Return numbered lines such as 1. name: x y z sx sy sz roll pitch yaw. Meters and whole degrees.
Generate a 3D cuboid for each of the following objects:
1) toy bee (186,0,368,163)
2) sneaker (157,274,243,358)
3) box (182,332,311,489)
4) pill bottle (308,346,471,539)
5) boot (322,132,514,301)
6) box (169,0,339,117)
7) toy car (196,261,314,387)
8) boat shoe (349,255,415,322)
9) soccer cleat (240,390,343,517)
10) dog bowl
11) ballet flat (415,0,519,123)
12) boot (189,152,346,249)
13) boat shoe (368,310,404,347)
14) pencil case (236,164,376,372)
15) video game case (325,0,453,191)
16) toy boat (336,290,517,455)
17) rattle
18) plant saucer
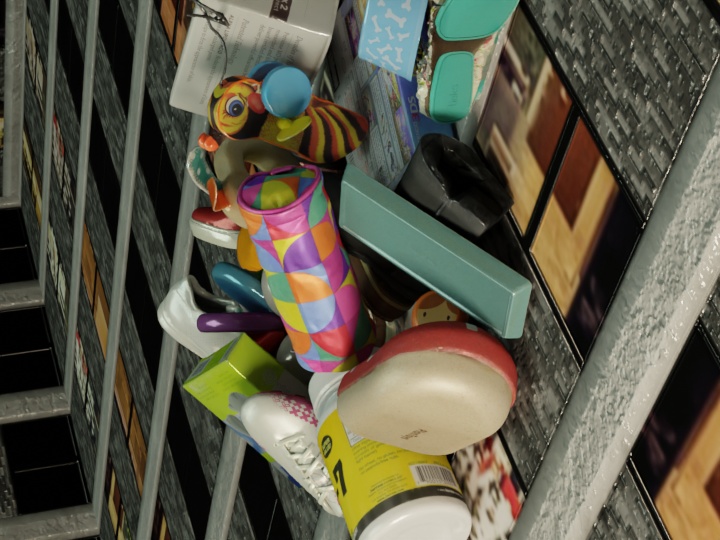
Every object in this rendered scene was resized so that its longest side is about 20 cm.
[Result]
1. toy bee: -0.098 -0.147 1.489 0.109 0.199 0.131 -57 3 0
2. sneaker: -0.150 0.082 1.939 0.089 0.199 0.075 -51 5 41
3. box: -0.084 0.159 1.722 0.200 0.048 0.122 42 148 -11
4. pill bottle: 0.023 0.179 1.538 0.115 0.113 0.201 104 152 -45
5. boot: 0.032 -0.063 1.404 0.066 0.164 0.200 -56 1 -22
6. box: -0.093 -0.272 1.589 0.200 0.129 0.201 121 162 -60
7. toy car: -0.110 0.066 1.814 0.175 0.148 0.203 172 87 -71
8. boat shoe: 0.000 0.000 1.575 0.068 0.072 0.200 -51 30 13
9. soccer cleat: -0.036 0.195 1.618 0.070 0.199 0.087 -48 17 27
10. dog bowl: 0.033 -0.225 1.342 0.200 0.049 0.113 -78 1 -74
11. ballet flat: 0.081 -0.203 1.305 0.201 0.075 0.064 112 153 -51
12. boot: -0.099 -0.096 1.742 0.198 0.072 0.146 4 103 28
13. boat shoe: -0.011 0.091 1.664 0.201 0.071 0.076 105 151 -47
14. pencil case: -0.046 0.000 1.441 0.089 0.088 0.201 -125 14 -53
15. video game case: 0.024 -0.167 1.516 0.181 0.045 0.202 133 127 -67
16. toy boat: 0.063 0.079 1.407 0.200 0.129 0.132 140 144 -67
17. rattle: -0.134 -0.056 1.584 0.142 0.200 0.131 -27 92 30
18. plant saucer: 0.057 -0.014 1.357 0.199 0.019 0.070 34 144 23
